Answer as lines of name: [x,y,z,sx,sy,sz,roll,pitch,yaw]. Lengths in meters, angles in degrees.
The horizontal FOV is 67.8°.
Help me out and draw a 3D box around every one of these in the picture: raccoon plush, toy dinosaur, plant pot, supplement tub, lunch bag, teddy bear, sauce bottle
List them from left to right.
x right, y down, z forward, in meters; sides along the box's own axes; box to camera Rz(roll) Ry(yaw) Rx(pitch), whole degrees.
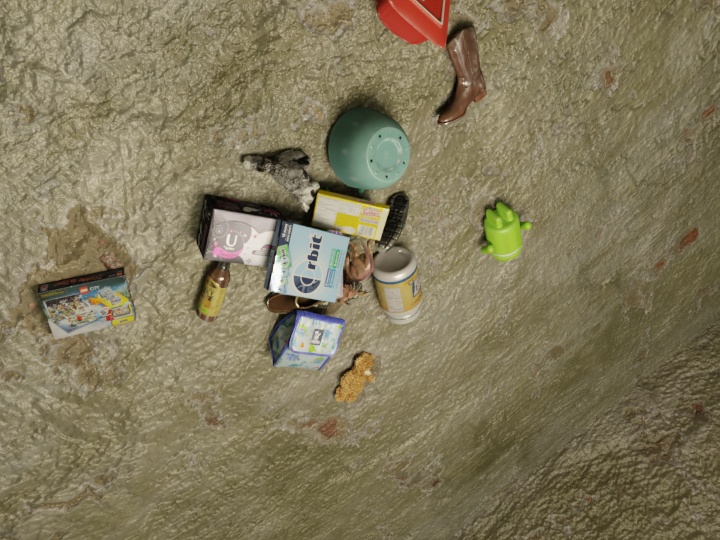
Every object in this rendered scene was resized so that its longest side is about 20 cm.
sauce bottle: [-0.386,0.036,1.434,0.063,0.065,0.206,10,113,-31]
raccoon plush: [-0.199,-0.231,1.373,0.192,0.099,0.137,10,134,1]
lunch bag: [-0.157,0.199,1.589,0.165,0.130,0.202,12,131,-33]
teddy bear: [-0.013,0.379,1.840,0.201,0.067,0.144,-47,131,7]
toy dinosaur: [0.000,0.000,1.471,0.083,0.140,0.201,4,149,-21]
plant pot: [0.036,-0.299,1.349,0.193,0.160,0.209,-9,110,-25]
supplement tub: [0.116,0.047,1.647,0.140,0.145,0.205,-24,128,-11]

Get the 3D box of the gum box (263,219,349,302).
gum box: [-0.135,-0.021,1.365,0.194,0.044,0.177,11,95,-33]

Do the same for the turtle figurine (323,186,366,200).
turtle figurine: [-0.014,-0.173,1.477,0.192,0.101,0.155,3,117,-21]

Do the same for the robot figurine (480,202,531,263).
robot figurine: [0.465,-0.118,1.743,0.172,0.116,0.204,-31,129,-8]

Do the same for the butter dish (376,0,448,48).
butter dish: [0.102,-0.614,1.234,0.195,0.145,0.208,22,67,-36]

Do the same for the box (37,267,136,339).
box: [-0.671,0.081,1.328,0.193,0.038,0.141,-13,125,-20]

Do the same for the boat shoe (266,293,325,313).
boat shoe: [-0.180,0.077,1.522,0.194,0.075,0.078,-15,95,6]

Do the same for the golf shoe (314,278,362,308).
golf shoe: [-0.089,0.063,1.594,0.191,0.088,0.081,-4,97,4]

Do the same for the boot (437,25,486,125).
boot: [0.250,-0.516,1.414,0.185,0.064,0.203,-41,134,-15]

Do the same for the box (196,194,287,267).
box: [-0.300,-0.095,1.352,0.193,0.115,0.137,8,109,-30]

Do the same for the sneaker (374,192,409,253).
sneaker: [0.098,-0.123,1.532,0.080,0.073,0.204,75,35,-54]

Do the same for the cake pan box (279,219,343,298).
cake pan box: [-0.133,-0.031,1.462,0.178,0.052,0.209,10,72,-32]

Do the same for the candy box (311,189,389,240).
candy box: [-0.028,-0.146,1.419,0.192,0.027,0.105,12,126,-9]
